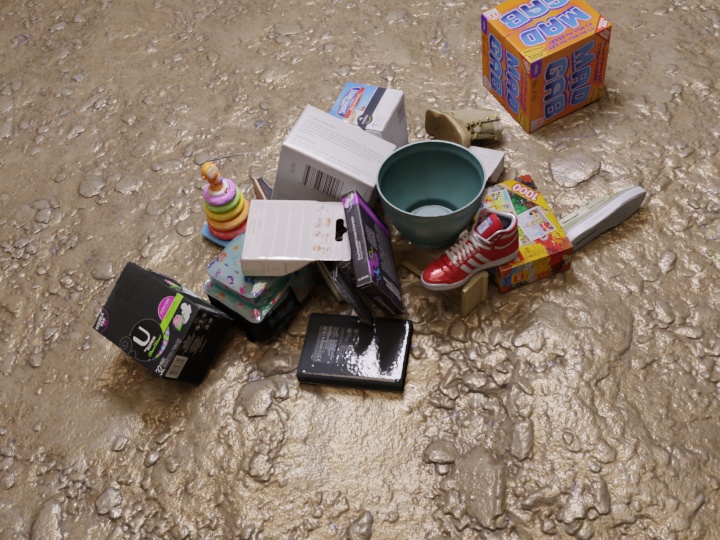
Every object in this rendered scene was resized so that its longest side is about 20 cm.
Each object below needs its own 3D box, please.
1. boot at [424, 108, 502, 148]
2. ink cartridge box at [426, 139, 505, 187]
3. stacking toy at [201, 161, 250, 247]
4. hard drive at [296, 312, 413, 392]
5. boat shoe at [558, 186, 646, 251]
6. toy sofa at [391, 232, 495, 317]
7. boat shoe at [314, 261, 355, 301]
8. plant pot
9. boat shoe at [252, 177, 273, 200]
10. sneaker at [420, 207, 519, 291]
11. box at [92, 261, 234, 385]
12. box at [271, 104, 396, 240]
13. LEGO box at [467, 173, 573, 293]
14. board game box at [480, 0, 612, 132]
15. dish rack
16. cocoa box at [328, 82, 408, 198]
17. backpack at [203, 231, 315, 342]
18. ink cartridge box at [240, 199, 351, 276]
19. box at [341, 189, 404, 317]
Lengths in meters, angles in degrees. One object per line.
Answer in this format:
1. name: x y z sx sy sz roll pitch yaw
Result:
1. boot: 0.236 -0.301 1.637 0.154 0.073 0.200 -3 23 -14
2. ink cartridge box: 0.199 -0.203 1.591 0.161 0.050 0.200 14 37 19
3. stacking toy: -0.285 -0.150 1.586 0.109 0.201 0.116 23 61 24
4. hard drive: -0.008 0.149 1.427 0.198 0.033 0.140 3 55 13
5. boat shoe: 0.468 -0.114 1.507 0.199 0.072 0.062 -31 58 -9
6. toy sofa: 0.160 -0.011 1.481 0.200 0.083 0.097 36 62 29
7. boat shoe: -0.066 -0.035 1.520 0.062 0.075 0.201 -30 76 -4
8. plant pot: 0.132 -0.127 1.437 0.198 0.135 0.201 -3 49 3
9. boat shoe: -0.169 -0.129 1.632 0.062 0.071 0.200 -25 56 -17
10. sneaker: 0.196 -0.042 1.375 0.199 0.113 0.071 -24 53 -12
11. box: -0.370 0.099 1.445 0.199 0.124 0.149 29 89 27
12. box: -0.058 -0.186 1.536 0.198 0.201 0.131 26 54 3
13. LEGO box: 0.302 -0.075 1.503 0.148 0.077 0.201 -19 54 -4
14. board game box: 0.401 -0.472 1.692 0.199 0.200 0.201 -26 54 -8
15. dish rack: 0.000 0.000 1.443 0.054 0.154 0.201 -26 34 20
16. cocoa box: 0.018 -0.270 1.618 0.130 0.201 0.134 14 56 19
17. backpack: -0.190 0.010 1.496 0.177 0.151 0.200 29 59 28
18. ink cartridge box: -0.114 -0.062 1.427 0.198 0.050 0.162 2 47 0
19. box: 0.022 -0.030 1.403 0.036 0.143 0.201 -22 56 17
